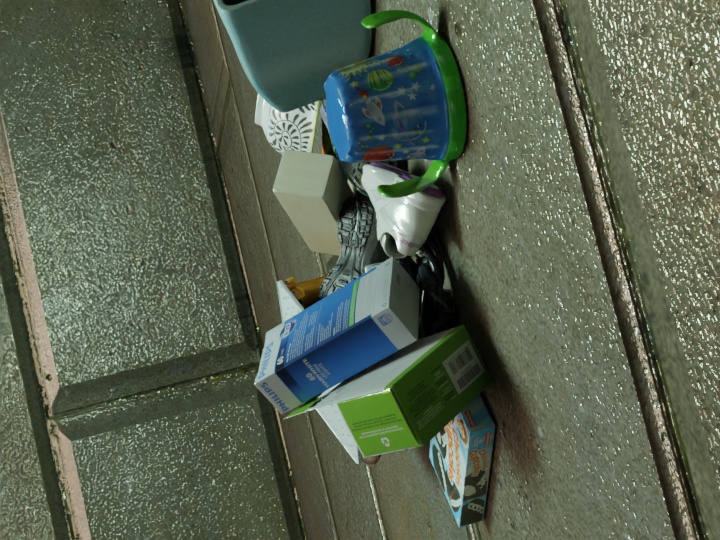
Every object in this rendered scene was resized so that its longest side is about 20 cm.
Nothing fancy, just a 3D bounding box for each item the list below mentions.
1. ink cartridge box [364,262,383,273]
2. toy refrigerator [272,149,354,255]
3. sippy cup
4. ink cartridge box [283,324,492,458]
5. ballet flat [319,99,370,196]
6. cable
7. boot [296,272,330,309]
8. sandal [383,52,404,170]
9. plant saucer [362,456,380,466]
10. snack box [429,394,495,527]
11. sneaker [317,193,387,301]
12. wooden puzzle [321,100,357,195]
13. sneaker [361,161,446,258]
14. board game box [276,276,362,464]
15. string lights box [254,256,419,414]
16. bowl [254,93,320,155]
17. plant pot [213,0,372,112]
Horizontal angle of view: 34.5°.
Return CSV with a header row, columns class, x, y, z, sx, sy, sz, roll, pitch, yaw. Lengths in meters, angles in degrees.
class,x,y,z,sx,sy,sz,roll,pitch,yaw
ink cartridge box,0.044,0.114,1.530,0.197,0.043,0.204,71,-169,-73
toy refrigerator,-0.053,-0.093,1.620,0.200,0.075,0.071,58,-136,-64
sippy cup,0.032,-0.175,1.244,0.140,0.128,0.181,138,119,-76
ink cartridge box,0.030,0.147,1.329,0.199,0.147,0.077,-23,98,47
ballet flat,-0.007,-0.188,1.580,0.073,0.071,0.202,90,162,-47
cable,0.071,0.030,1.461,0.201,0.050,0.165,96,158,-58
boot,-0.037,0.027,1.715,0.201,0.142,0.072,110,144,-82
sandal,0.026,-0.182,1.467,0.076,0.044,0.202,-116,18,-47
plant saucer,-0.014,0.180,1.650,0.201,0.036,0.202,52,157,33
snack box,0.123,0.212,1.433,0.202,0.036,0.117,90,163,-45
sneaker,0.000,0.000,1.586,0.073,0.079,0.204,18,94,37
wooden puzzle,-0.035,-0.144,1.781,0.186,0.037,0.203,-112,14,-55
sneaker,0.036,-0.073,1.395,0.200,0.074,0.101,-137,65,-71
board game box,-0.049,0.137,1.601,0.200,0.026,0.202,48,154,38
string lights box,-0.027,0.076,1.358,0.059,0.198,0.103,48,-154,-24
bowl,-0.106,-0.255,1.728,0.201,0.092,0.205,-171,90,-87
plant pot,-0.088,-0.332,1.536,0.197,0.193,0.202,-116,8,-47
